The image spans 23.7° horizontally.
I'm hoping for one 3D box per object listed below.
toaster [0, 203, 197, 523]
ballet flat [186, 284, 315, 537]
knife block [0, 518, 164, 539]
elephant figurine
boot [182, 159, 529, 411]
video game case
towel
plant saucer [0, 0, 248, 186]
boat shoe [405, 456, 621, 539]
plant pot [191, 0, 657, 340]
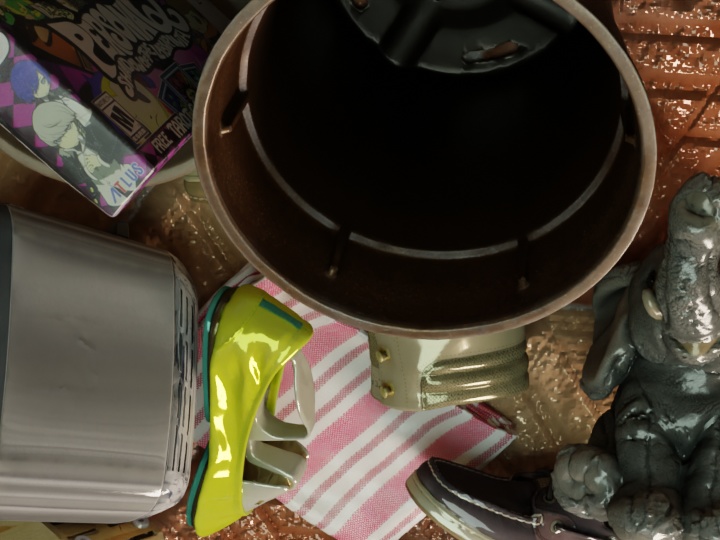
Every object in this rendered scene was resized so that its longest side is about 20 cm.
[{"bbox_3d":[-0.166,0.065,0.950,0.129,0.201,0.114,9,161,-27],"label":"toaster"},{"bbox_3d":[-0.060,0.093,0.983,0.067,0.067,0.200,17,132,8],"label":"ballet flat"},{"bbox_3d":[-0.220,0.190,1.055,0.200,0.064,0.176,32,118,32],"label":"knife block"},{"bbox_3d":[0.182,0.042,0.937,0.141,0.155,0.201,-2,98,-31],"label":"elephant figurine"},{"bbox_3d":[0.000,0.000,0.951,0.199,0.073,0.156,1,112,0],"label":"boot"},{"bbox_3d":[-0.140,-0.125,0.779,0.181,0.200,0.036,43,113,-6],"label":"video game case"},{"bbox_3d":[-0.024,0.089,1.043,0.200,0.030,0.146,37,119,-15],"label":"towel"},{"bbox_3d":[-0.133,-0.142,0.894,0.199,0.029,0.201,3,107,8],"label":"plant saucer"},{"bbox_3d":[0.123,0.148,1.036,0.199,0.072,0.065,24,107,-16],"label":"boat shoe"},{"bbox_3d":[0.040,-0.107,0.809,0.199,0.199,0.201,5,128,7],"label":"plant pot"}]
